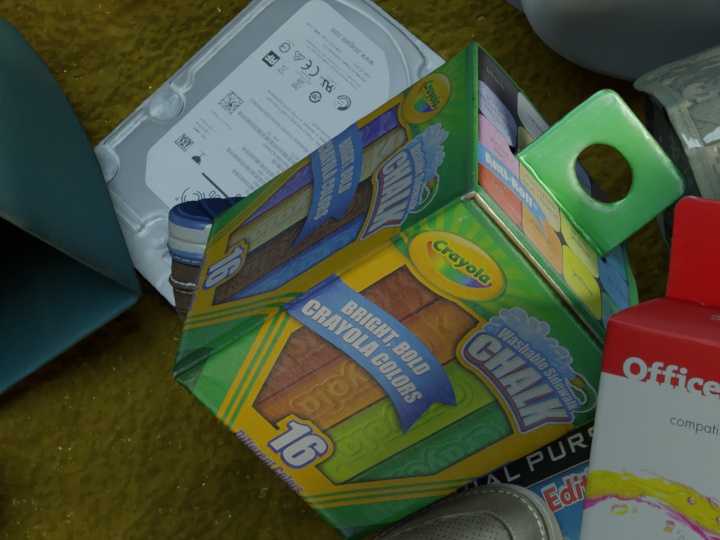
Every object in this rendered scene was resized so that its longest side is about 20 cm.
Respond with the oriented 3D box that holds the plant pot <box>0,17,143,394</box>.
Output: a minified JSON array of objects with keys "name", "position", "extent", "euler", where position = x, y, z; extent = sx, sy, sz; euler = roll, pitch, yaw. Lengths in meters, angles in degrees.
[{"name":"plant pot","position":[-0.226,-0.056,0.829],"extent":[0.141,0.141,0.200],"euler":[-32,53,19]}]

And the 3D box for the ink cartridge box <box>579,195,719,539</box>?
[{"name":"ink cartridge box","position":[0.147,0.080,0.585],"extent":[0.116,0.067,0.201],"euler":[11,102,29]}]

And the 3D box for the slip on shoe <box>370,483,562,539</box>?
[{"name":"slip on shoe","position":[-0.005,0.155,0.674],"extent":[0.200,0.061,0.076],"euler":[-30,63,8]}]

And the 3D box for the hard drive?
[{"name":"hard drive","position":[-0.050,-0.067,0.870],"extent":[0.200,0.038,0.140],"euler":[-44,67,-7]}]

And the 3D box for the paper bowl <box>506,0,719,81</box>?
[{"name":"paper bowl","position":[0.154,-0.163,0.780],"extent":[0.200,0.201,0.105],"euler":[5,71,13]}]

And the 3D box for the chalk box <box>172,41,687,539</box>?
[{"name":"chalk box","position":[0.040,0.001,0.675],"extent":[0.200,0.124,0.124],"euler":[-32,27,25]}]

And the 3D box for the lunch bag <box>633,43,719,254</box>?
[{"name":"lunch bag","position":[0.217,-0.059,0.727],"extent":[0.164,0.200,0.118],"euler":[-19,66,4]}]

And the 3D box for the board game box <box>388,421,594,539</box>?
[{"name":"board game box","position":[0.104,0.148,0.691],"extent":[0.151,0.047,0.201],"euler":[-27,63,16]}]

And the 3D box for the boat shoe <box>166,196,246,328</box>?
[{"name":"boat shoe","position":[0.000,0.000,0.807],"extent":[0.199,0.072,0.073],"euler":[0,108,-14]}]
